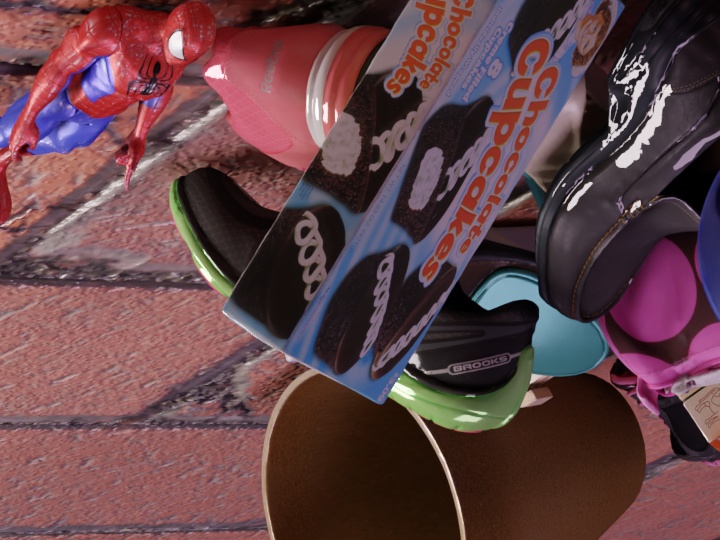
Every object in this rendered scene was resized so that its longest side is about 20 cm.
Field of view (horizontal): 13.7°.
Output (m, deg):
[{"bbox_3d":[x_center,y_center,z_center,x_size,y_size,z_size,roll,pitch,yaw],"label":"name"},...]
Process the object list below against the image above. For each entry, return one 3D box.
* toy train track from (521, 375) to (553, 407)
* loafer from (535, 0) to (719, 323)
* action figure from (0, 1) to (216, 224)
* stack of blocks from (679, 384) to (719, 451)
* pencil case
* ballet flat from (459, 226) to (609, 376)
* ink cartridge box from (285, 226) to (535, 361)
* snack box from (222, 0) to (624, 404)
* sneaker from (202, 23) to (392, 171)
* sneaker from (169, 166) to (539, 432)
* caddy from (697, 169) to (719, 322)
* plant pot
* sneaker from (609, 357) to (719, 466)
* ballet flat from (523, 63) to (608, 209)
[{"bbox_3d":[0.166,0.033,1.705,0.200,0.033,0.115,-33,167,25],"label":"toy train track"},{"bbox_3d":[0.135,-0.040,1.336,0.073,0.072,0.200,-30,154,-37],"label":"loafer"},{"bbox_3d":[-0.121,-0.068,1.276,0.065,0.052,0.200,8,153,-36],"label":"action figure"},{"bbox_3d":[0.259,0.067,1.725,0.115,0.059,0.200,-37,153,10],"label":"stack of blocks"},{"bbox_3d":[0.208,-0.004,1.400,0.200,0.094,0.091,-24,136,33],"label":"pencil case"},{"bbox_3d":[0.046,-0.001,1.533,0.199,0.073,0.073,16,151,-34],"label":"ballet flat"},{"bbox_3d":[0.066,0.011,1.648,0.199,0.042,0.119,-5,163,-21],"label":"ink cartridge box"},{"bbox_3d":[0.029,-0.048,1.222,0.037,0.200,0.116,31,180,24],"label":"snack box"},{"bbox_3d":[-0.015,-0.076,1.306,0.086,0.074,0.200,16,174,12],"label":"sneaker"},{"bbox_3d":[0.000,0.000,1.414,0.200,0.084,0.077,29,-170,15],"label":"sneaker"},{"bbox_3d":[0.242,-0.010,1.249,0.199,0.142,0.105,-12,149,8],"label":"caddy"},{"bbox_3d":[0.074,0.130,1.834,0.200,0.187,0.186,-12,168,-39],"label":"plant pot"},{"bbox_3d":[0.199,0.065,1.855,0.095,0.079,0.200,-3,155,-3],"label":"sneaker"},{"bbox_3d":[0.099,-0.060,1.403,0.069,0.070,0.200,-14,163,11],"label":"ballet flat"}]
